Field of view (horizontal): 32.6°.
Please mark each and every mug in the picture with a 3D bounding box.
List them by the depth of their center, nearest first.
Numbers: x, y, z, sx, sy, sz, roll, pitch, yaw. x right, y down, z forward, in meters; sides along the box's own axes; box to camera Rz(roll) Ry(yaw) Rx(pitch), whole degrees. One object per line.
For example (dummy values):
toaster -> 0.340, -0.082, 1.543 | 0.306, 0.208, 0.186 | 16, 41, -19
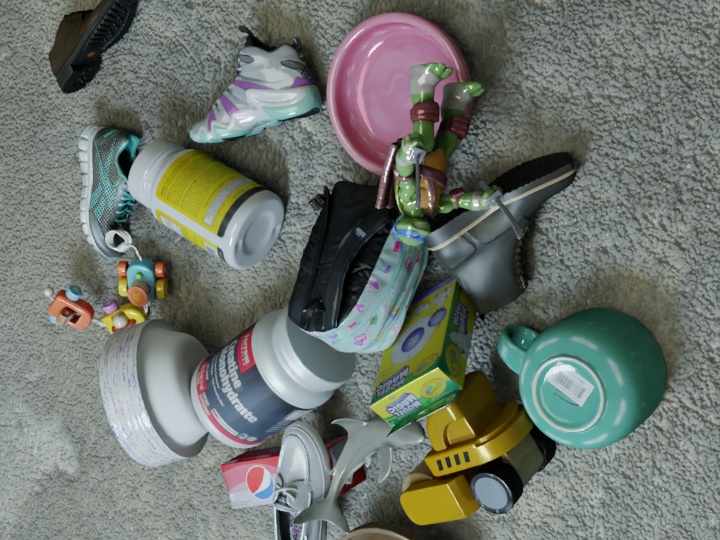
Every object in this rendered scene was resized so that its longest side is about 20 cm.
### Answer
mug -> 0.246, 0.130, 1.420 | 0.185, 0.114, 0.153 | -13, 94, 34

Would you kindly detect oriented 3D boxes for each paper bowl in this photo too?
paper bowl -> -0.268, 0.165, 1.711 | 0.104, 0.201, 0.201 | -16, 92, 18

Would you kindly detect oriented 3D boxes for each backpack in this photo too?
backpack -> 0.000, 0.000, 1.513 | 0.167, 0.126, 0.201 | 7, 74, 52

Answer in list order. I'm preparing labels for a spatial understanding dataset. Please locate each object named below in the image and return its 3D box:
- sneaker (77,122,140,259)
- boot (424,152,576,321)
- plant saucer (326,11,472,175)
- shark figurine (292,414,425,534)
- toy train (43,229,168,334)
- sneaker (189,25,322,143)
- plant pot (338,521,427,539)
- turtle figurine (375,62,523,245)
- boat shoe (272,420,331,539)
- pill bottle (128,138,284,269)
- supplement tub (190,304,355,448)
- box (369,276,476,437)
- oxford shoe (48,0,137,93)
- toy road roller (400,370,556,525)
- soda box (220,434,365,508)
sneaker -> -0.354, -0.114, 1.781 | 0.091, 0.078, 0.201 | 2, 103, 28
boot -> 0.189, -0.040, 1.460 | 0.200, 0.078, 0.139 | -28, 107, 21
plant saucer -> 0.053, -0.215, 1.507 | 0.200, 0.051, 0.201 | 8, 106, 32
shark figurine -> -0.012, 0.231, 1.585 | 0.215, 0.089, 0.128 | -48, 31, 23
toy train -> -0.372, 0.040, 1.797 | 0.150, 0.056, 0.200 | 35, 120, -17
sneaker -> -0.151, -0.251, 1.622 | 0.199, 0.078, 0.140 | -14, 91, 25
plant pot -> 0.057, 0.416, 1.618 | 0.200, 0.093, 0.202 | 9, 108, 29
turtle figurine -> 0.105, -0.126, 1.357 | 0.200, 0.143, 0.195 | 151, 127, -73
boat shoe -> -0.087, 0.301, 1.625 | 0.072, 0.068, 0.201 | 14, 109, 29
pill bottle -> -0.212, -0.095, 1.667 | 0.200, 0.114, 0.115 | 31, 116, 24
supplement tub -> -0.118, 0.138, 1.642 | 0.200, 0.140, 0.141 | -36, 81, 33
box -> 0.076, 0.103, 1.479 | 0.048, 0.200, 0.117 | 41, 126, -22
oxford shoe -> -0.391, -0.346, 1.752 | 0.200, 0.073, 0.085 | -40, 76, 32
toy road roller -> 0.124, 0.210, 1.485 | 0.200, 0.123, 0.146 | -25, 98, 44
soda box -> -0.095, 0.281, 1.706 | 0.200, 0.063, 0.070 | -15, 92, 35
